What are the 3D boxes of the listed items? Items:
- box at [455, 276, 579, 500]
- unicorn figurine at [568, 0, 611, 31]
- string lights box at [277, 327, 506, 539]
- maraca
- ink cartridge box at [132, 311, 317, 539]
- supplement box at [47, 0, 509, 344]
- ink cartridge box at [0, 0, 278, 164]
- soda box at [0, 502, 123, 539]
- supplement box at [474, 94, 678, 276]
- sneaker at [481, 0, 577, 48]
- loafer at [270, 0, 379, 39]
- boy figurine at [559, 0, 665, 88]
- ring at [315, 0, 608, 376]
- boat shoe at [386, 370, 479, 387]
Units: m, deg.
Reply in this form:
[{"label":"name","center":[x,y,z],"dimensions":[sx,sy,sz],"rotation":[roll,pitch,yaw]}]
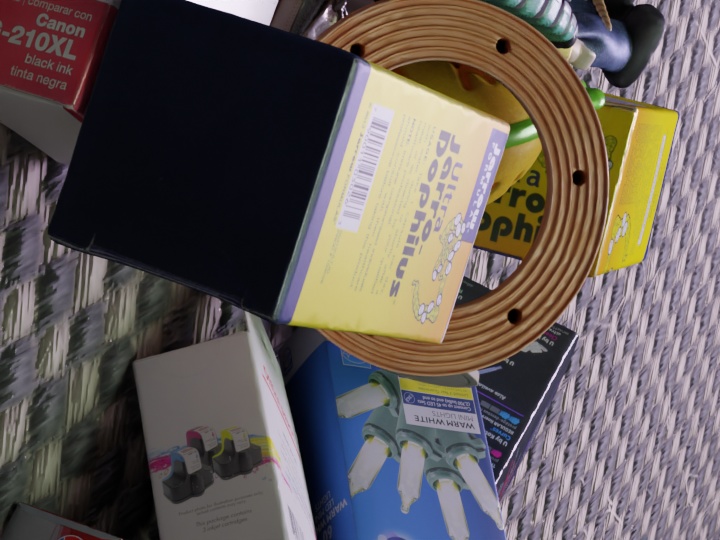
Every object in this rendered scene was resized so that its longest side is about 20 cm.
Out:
[{"label":"box","center":[0.042,0.117,1.416],"dimensions":[0.200,0.106,0.123],"rotation":[-57,170,-37]},{"label":"unicorn figurine","center":[0.143,-0.250,1.300],"dimensions":[0.137,0.074,0.201],"rotation":[-25,95,-20]},{"label":"string lights box","center":[0.021,0.124,1.280],"dimensions":[0.059,0.102,0.201],"rotation":[-49,-139,44]},{"label":"maraca","center":[0.054,-0.089,1.291],"dimensions":[0.200,0.137,0.108],"rotation":[-21,116,-49]},{"label":"ink cartridge box","center":[-0.066,0.115,1.177],"dimensions":[0.115,0.067,0.201],"rotation":[71,5,-54]},{"label":"supplement box","center":[-0.028,-0.039,0.963],"dimensions":[0.200,0.108,0.110],"rotation":[11,98,-68]},{"label":"ink cartridge box","center":[-0.094,-0.150,0.981],"dimensions":[0.201,0.084,0.145],"rotation":[-70,159,-8]},{"label":"soda box","center":[-0.128,0.192,1.155],"dimensions":[0.070,0.063,0.200],"rotation":[-66,156,-19]},{"label":"supplement box","center":[0.135,-0.065,1.494],"dimensions":[0.200,0.108,0.110],"rotation":[-10,114,-74]},{"label":"sneaker","center":[0.080,-0.182,1.229],"dimensions":[0.200,0.074,0.088],"rotation":[25,79,-67]},{"label":"loafer","center":[-0.003,-0.154,1.222],"dimensions":[0.201,0.063,0.072],"rotation":[-65,157,-22]},{"label":"boy figurine","center":[0.091,-0.168,1.384],"dimensions":[0.199,0.125,0.065],"rotation":[13,120,-40]},{"label":"ring","center":[0.038,-0.045,1.190],"dimensions":[0.019,0.199,0.202],"rotation":[9,-98,70]},{"label":"boat shoe","center":[0.000,0.000,1.235],"dimensions":[0.200,0.072,0.063],"rotation":[35,64,-31]}]
